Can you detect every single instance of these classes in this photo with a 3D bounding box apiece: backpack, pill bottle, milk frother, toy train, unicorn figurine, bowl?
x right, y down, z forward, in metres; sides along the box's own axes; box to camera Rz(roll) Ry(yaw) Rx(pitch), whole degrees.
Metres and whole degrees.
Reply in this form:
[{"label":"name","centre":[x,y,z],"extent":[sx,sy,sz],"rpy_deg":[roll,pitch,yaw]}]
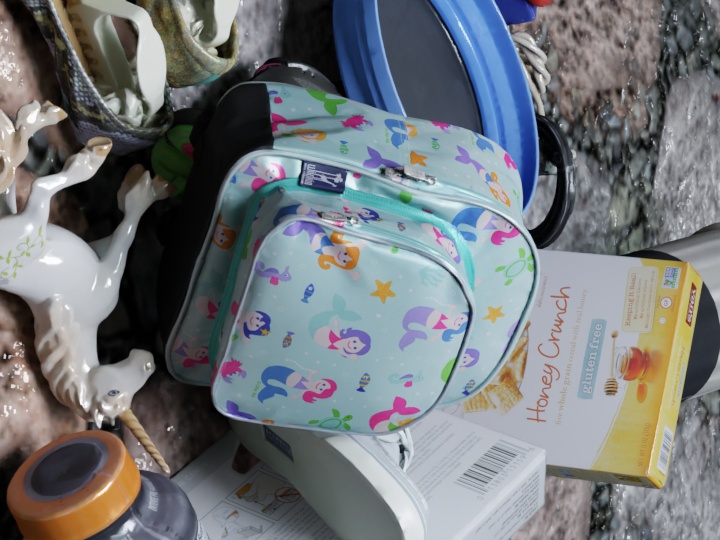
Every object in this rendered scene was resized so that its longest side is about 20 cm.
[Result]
[{"label":"backpack","centre":[0.000,0.000,1.434],"extent":[0.199,0.151,0.178],"rpy_deg":[8,126,-20]},{"label":"pill bottle","centre":[-0.124,0.184,1.423],"extent":[0.106,0.106,0.201],"rpy_deg":[-53,130,-39]},{"label":"milk frother","centre":[0.190,-0.010,1.780],"extent":[0.188,0.180,0.201],"rpy_deg":[-14,112,-50]},{"label":"toy train","centre":[0.100,-0.210,1.748],"extent":[0.201,0.084,0.116],"rpy_deg":[66,30,-31]},{"label":"unicorn figurine","centre":[-0.158,-0.002,1.400],"extent":[0.200,0.074,0.138],"rpy_deg":[34,86,-31]},{"label":"bowl","centre":[0.047,-0.120,1.628],"extent":[0.200,0.039,0.202],"rpy_deg":[40,41,-45]}]

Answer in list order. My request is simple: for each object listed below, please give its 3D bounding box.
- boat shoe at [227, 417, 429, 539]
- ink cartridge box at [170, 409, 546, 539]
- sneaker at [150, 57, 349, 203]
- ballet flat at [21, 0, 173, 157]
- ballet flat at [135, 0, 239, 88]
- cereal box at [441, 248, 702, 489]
[{"label":"boat shoe","centre":[-0.008,0.097,1.496],"extent":[0.071,0.201,0.070],"rpy_deg":[-24,126,-23]},{"label":"ink cartridge box","centre":[-0.010,0.142,1.534],"extent":[0.200,0.173,0.044],"rpy_deg":[-38,137,-47]},{"label":"sneaker","centre":[-0.061,-0.084,1.542],"extent":[0.200,0.076,0.084],"rpy_deg":[-4,78,-57]},{"label":"ballet flat","centre":[-0.149,-0.153,1.406],"extent":[0.072,0.072,0.201],"rpy_deg":[-49,128,-41]},{"label":"ballet flat","centre":[-0.100,-0.206,1.474],"extent":[0.071,0.070,0.201],"rpy_deg":[-14,103,-53]},{"label":"cereal box","centre":[0.112,0.058,1.662],"extent":[0.040,0.199,0.145],"rpy_deg":[39,60,-60]}]
